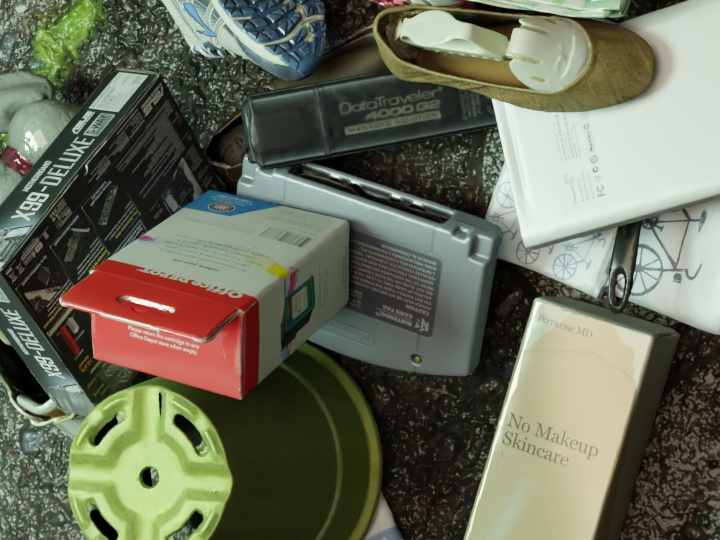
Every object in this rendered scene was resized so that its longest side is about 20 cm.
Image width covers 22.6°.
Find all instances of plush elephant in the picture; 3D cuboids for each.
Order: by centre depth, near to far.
[{"bbox_3d":[-0.250,-0.064,1.379,0.155,0.200,0.165,-38,52,-9],"label":"plush elephant"}]

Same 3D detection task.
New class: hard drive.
[{"bbox_3d":[0.191,-0.103,1.208,0.200,0.027,0.132,-16,78,25],"label":"hard drive"}]

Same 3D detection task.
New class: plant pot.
[{"bbox_3d":[-0.109,0.140,1.273,0.200,0.190,0.200,-1,86,20],"label":"plant pot"}]

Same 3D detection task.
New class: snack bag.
[{"bbox_3d":[0.198,-0.066,1.261,0.200,0.021,0.189,24,98,20],"label":"snack bag"}]

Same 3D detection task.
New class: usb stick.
[{"bbox_3d":[0.014,-0.114,1.286,0.200,0.033,0.056,-11,98,-5],"label":"usb stick"}]

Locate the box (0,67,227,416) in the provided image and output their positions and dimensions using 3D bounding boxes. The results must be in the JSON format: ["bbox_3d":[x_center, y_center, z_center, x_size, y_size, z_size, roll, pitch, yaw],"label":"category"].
[{"bbox_3d":[-0.179,-0.020,1.285,0.050,0.158,0.200,10,53,35],"label":"box"}]

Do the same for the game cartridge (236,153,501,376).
[{"bbox_3d":[0.000,0.000,1.307,0.200,0.041,0.133,20,119,19],"label":"game cartridge"}]

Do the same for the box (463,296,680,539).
[{"bbox_3d":[0.144,0.124,1.252,0.095,0.078,0.200,17,97,22],"label":"box"}]

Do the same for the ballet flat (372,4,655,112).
[{"bbox_3d":[0.094,-0.149,1.205,0.200,0.072,0.068,14,86,27],"label":"ballet flat"}]

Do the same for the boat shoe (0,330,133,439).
[{"bbox_3d":[-0.231,0.083,1.348,0.075,0.200,0.068,-19,39,21],"label":"boat shoe"}]

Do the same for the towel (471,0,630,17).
[{"bbox_3d":[0.107,-0.240,1.238,0.200,0.023,0.153,11,58,24],"label":"towel"}]

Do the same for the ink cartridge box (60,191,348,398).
[{"bbox_3d":[-0.101,0.020,1.215,0.116,0.200,0.067,14,118,23],"label":"ink cartridge box"}]

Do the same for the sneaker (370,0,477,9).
[{"bbox_3d":[0.001,-0.241,1.310,0.200,0.081,0.075,31,99,20],"label":"sneaker"}]

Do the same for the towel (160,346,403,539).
[{"bbox_3d":[-0.068,0.155,1.369,0.147,0.024,0.200,-31,79,19],"label":"towel"}]

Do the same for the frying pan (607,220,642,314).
[{"bbox_3d":[0.205,-0.075,1.227,0.115,0.031,0.190,-16,82,24],"label":"frying pan"}]

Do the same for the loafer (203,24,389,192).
[{"bbox_3d":[-0.032,-0.117,1.328,0.200,0.071,0.073,-35,78,19],"label":"loafer"}]

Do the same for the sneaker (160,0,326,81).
[{"bbox_3d":[-0.093,-0.193,1.345,0.200,0.077,0.085,46,146,33],"label":"sneaker"}]
